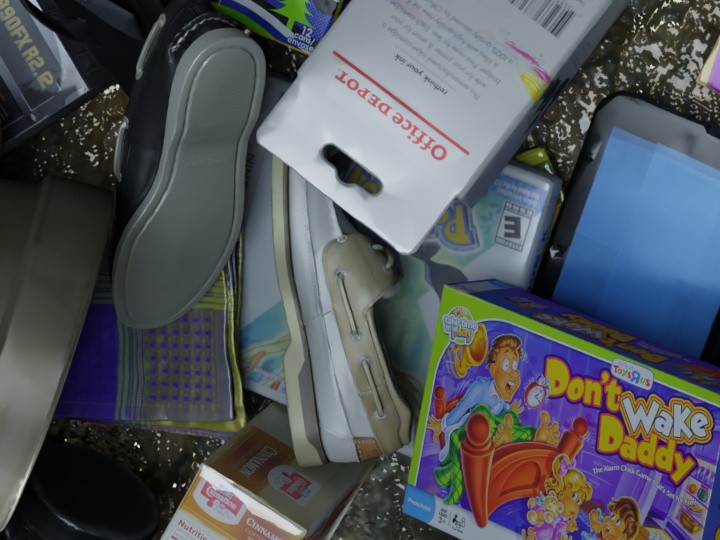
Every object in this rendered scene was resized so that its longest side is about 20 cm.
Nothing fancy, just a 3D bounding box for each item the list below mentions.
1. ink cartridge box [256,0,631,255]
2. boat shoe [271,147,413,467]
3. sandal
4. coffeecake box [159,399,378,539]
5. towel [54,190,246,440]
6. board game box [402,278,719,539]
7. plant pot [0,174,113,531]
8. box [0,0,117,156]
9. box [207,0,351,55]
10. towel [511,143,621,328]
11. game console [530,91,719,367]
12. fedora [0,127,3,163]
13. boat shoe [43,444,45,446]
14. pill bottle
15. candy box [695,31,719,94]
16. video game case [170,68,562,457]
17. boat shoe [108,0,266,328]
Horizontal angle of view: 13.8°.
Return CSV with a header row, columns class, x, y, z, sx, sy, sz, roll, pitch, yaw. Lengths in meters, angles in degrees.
class,x,y,z,sx,sy,sz,roll,pitch,yaw
ink cartridge box,0.048,-0.115,1.622,0.115,0.068,0.200,38,91,9
boat shoe,-0.011,0.007,1.663,0.068,0.075,0.201,-6,95,6
sandal,-0.149,-0.147,1.657,0.076,0.043,0.200,1,142,44
coffeecake box,-0.084,0.188,1.708,0.073,0.154,0.200,32,108,7
towel,-0.154,0.023,1.753,0.200,0.023,0.144,5,101,24
board game box,0.119,0.098,1.594,0.200,0.045,0.135,22,108,40
plant pot,-0.247,0.023,1.638,0.173,0.200,0.200,19,107,-10
box,-0.260,-0.155,1.748,0.158,0.048,0.200,-31,91,21
box,-0.091,-0.189,1.677,0.200,0.070,0.064,24,109,11
towel,0.107,0.034,1.692,0.086,0.018,0.200,-22,94,23
game console,0.170,0.029,1.603,0.118,0.171,0.200,14,108,-13
fedora,-0.305,-0.083,1.690,0.200,0.201,0.082,-25,51,20
boat shoe,-0.263,0.109,1.791,0.199,0.063,0.073,2,139,-2
pill bottle,-0.198,0.204,1.757,0.112,0.112,0.200,34,117,8
candy box,0.294,-0.109,1.583,0.200,0.056,0.117,29,108,8
video game case,0.000,0.000,1.702,0.200,0.022,0.183,21,107,19
boat shoe,-0.106,-0.060,1.666,0.060,0.074,0.200,51,138,42
